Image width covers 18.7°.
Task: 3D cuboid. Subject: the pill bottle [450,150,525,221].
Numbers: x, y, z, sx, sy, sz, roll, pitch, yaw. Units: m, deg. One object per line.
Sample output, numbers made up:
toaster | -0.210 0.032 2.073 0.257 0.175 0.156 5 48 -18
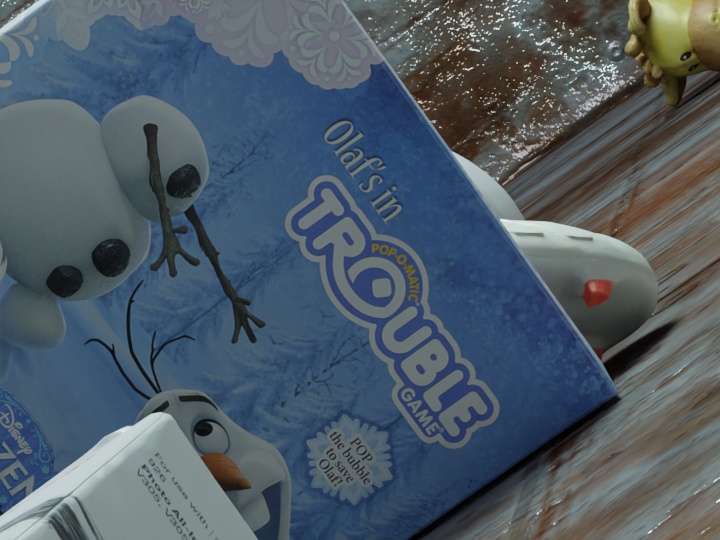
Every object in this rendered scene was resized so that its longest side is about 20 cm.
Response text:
pill bottle | -0.023 0.036 0.838 0.112 0.112 0.200 -34 2 44

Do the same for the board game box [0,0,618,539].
board game box | -0.058 0.012 0.678 0.199 0.200 0.043 -36 8 3

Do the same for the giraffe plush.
giraffe plush | 0.291 -0.233 1.837 0.200 0.173 0.162 -13 42 58

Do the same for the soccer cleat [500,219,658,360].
soccer cleat | 0.000 0.000 0.744 0.200 0.078 0.069 -4 -43 -4

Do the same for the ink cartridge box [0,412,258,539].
ink cartridge box | -0.099 0.120 0.455 0.146 0.084 0.200 -35 2 16
